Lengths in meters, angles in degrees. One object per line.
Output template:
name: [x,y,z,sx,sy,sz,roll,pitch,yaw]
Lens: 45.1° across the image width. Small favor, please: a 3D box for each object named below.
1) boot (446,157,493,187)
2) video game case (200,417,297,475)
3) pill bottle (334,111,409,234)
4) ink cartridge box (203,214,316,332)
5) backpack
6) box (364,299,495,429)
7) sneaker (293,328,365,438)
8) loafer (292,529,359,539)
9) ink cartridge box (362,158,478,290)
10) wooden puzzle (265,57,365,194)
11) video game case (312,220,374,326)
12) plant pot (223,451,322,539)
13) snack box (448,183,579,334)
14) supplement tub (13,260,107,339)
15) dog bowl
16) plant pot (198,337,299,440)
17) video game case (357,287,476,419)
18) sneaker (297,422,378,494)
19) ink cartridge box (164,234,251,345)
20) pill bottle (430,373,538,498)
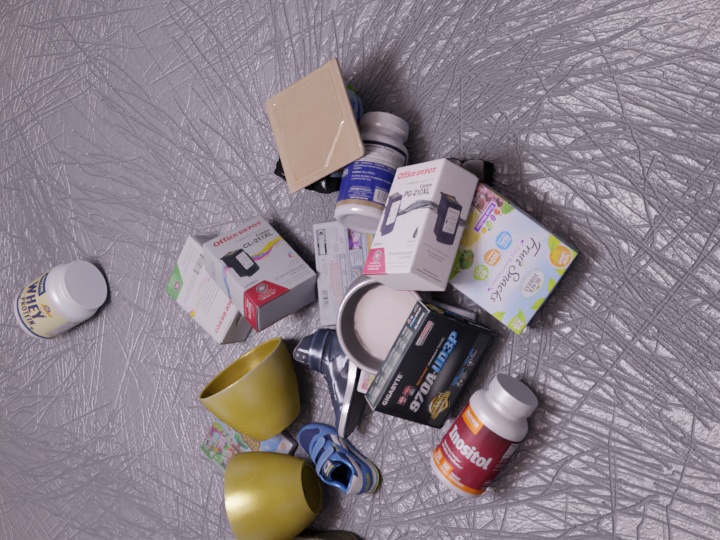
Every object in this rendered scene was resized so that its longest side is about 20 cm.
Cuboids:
boot: [0.149,-0.100,1.543,0.162,0.066,0.203,5,99,21]
video game case: [-0.242,0.374,1.842,0.199,0.022,0.184,39,111,27]
pill bottle: [0.026,-0.177,1.575,0.114,0.115,0.203,1,71,33]
ink cartridge box: [-0.201,0.002,1.718,0.200,0.145,0.083,45,150,29]
backpack: [-0.074,-0.270,1.663,0.162,0.153,0.203,21,121,36]
box: [0.120,0.164,1.490,0.202,0.158,0.046,-61,33,13]
sneaker: [-0.063,0.212,1.679,0.144,0.077,0.206,6,85,22]
loafer: [-0.077,0.552,1.708,0.198,0.075,0.069,-8,87,43]
ink cartridge box: [0.100,-0.074,1.443,0.144,0.084,0.203,-2,66,58]
wooden puzzle: [-0.082,-0.260,1.580,0.199,0.037,0.188,-24,78,38]
video game case: [0.000,0.000,1.660,0.179,0.045,0.203,-6,87,32]
plant pot: [-0.156,0.438,1.684,0.140,0.200,0.203,-17,81,16]
snack box: [0.238,-0.021,1.454,0.199,0.068,0.170,36,104,10]
supplement tub: [-0.719,0.069,2.084,0.198,0.144,0.147,-26,77,31]
dog bowl: [0.046,0.096,1.546,0.197,0.059,0.204,2,96,17]
plant pot: [-0.199,0.250,1.722,0.199,0.200,0.143,-29,101,30]
video game case: [0.101,0.149,1.578,0.180,0.024,0.203,15,100,14]
sneaker: [-0.056,0.364,1.683,0.199,0.082,0.075,31,108,32]
ink cartridge box: [-0.304,0.040,1.841,0.199,0.087,0.147,40,112,28]
pill bottle: [0.213,0.280,1.482,0.113,0.112,0.201,41,111,26]
